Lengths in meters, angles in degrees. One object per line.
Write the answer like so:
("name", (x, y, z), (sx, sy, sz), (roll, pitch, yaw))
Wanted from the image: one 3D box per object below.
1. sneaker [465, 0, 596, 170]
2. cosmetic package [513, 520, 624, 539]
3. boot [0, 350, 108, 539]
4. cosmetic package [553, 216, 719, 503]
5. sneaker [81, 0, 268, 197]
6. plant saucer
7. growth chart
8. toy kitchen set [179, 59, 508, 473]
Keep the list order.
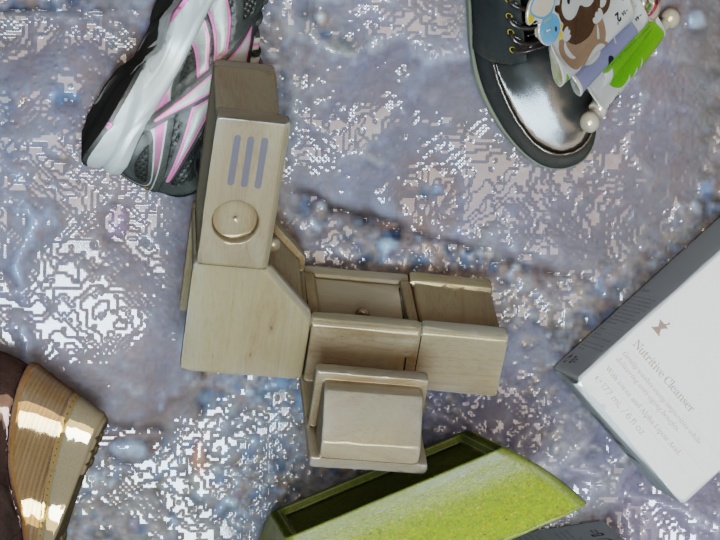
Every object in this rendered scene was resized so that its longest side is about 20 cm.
("sneaker", (0.108, -0.158, 1.388), (0.074, 0.106, 0.201), (-18, 97, -6))
("cosmetic package", (0.076, 0.232, 1.434), (0.199, 0.071, 0.102), (-8, 98, -8))
("boot", (-0.265, 0.140, 1.393), (0.166, 0.072, 0.201), (22, 93, 3))
("cosmetic package", (0.238, 0.041, 1.436), (0.200, 0.081, 0.113), (-43, 97, -2))
("sneaker", (-0.093, -0.136, 1.388), (0.086, 0.080, 0.201), (31, 98, -21))
("plant saucer", (0.021, 0.150, 1.357), (0.199, 0.200, 0.048), (-23, 93, -6))
("growth chart", (0.142, -0.183, 1.353), (0.145, 0.018, 0.201), (-55, 142, -30))
("toy kitchen set", (0.000, 0.000, 1.327), (0.199, 0.163, 0.181), (5, 120, -9))
